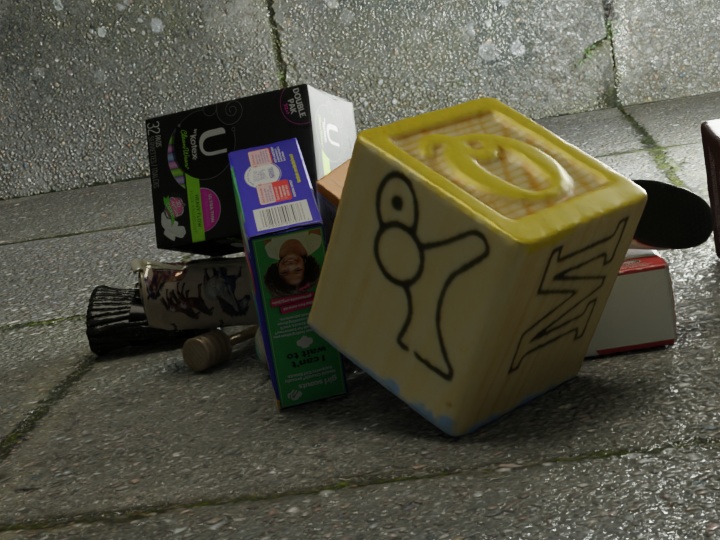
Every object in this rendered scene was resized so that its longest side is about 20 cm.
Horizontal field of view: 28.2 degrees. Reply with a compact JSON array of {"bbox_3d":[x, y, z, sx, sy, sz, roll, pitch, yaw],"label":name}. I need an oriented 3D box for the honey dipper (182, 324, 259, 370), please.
[{"bbox_3d":[-0.128,0.073,1.634,0.038,0.038,0.200,-2,10,32],"label":"honey dipper"}]

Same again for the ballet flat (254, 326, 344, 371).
[{"bbox_3d":[-0.011,0.071,1.505,0.200,0.067,0.064,-11,38,-3],"label":"ballet flat"}]

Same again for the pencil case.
[{"bbox_3d":[-0.151,0.018,1.587,0.200,0.090,0.078,-4,25,-4],"label":"pencil case"}]

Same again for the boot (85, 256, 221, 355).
[{"bbox_3d":[-0.246,0.040,1.773,0.158,0.080,0.211,-8,12,7],"label":"boot"}]

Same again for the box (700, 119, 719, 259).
[{"bbox_3d":[0.475,-0.085,1.577,0.164,0.166,0.200,-8,12,9],"label":"box"}]

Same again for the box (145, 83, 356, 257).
[{"bbox_3d":[-0.112,-0.104,1.548,0.200,0.149,0.124,-9,-7,22],"label":"box"}]

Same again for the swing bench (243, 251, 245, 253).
[{"bbox_3d":[-0.076,-0.037,1.731,0.130,0.200,0.199,-34,-1,9],"label":"swing bench"}]

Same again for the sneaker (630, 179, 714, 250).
[{"bbox_3d":[0.241,-0.053,1.427,0.201,0.067,0.108,1,-3,-1],"label":"sneaker"}]

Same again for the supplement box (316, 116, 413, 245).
[{"bbox_3d":[0.033,-0.032,1.398,0.126,0.200,0.074,-37,57,-22],"label":"supplement box"}]

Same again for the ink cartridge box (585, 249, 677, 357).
[{"bbox_3d":[0.229,0.022,1.452,0.147,0.083,0.200,-9,11,5],"label":"ink cartridge box"}]

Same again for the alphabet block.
[{"bbox_3d":[0.098,-0.009,1.248,0.195,0.200,0.196,36,36,28],"label":"alphabet block"}]

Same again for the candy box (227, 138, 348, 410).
[{"bbox_3d":[-0.069,0.002,1.381,0.077,0.200,0.169,-12,33,-4],"label":"candy box"}]
